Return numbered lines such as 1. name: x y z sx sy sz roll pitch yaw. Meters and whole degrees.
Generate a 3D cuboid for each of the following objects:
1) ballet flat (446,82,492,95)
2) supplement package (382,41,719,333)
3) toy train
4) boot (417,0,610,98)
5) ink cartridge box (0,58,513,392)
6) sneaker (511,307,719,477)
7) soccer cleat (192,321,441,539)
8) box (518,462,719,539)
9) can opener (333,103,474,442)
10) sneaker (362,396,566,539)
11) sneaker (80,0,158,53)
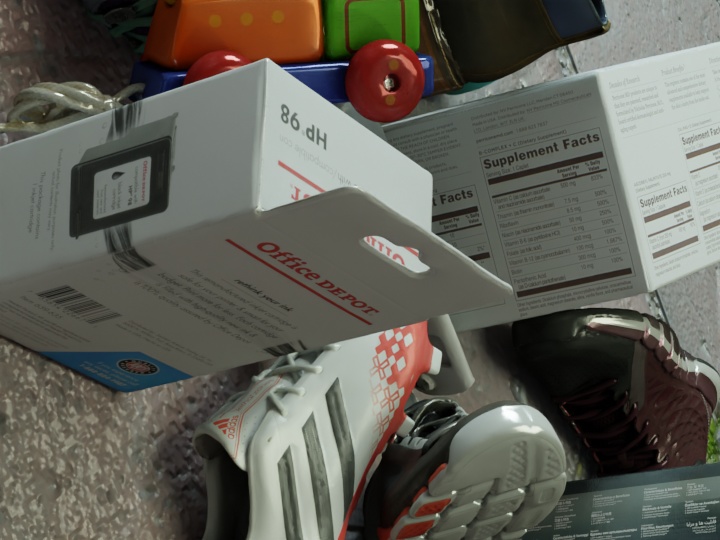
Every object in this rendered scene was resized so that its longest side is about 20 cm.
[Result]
1. ballet flat: 0.069 -0.145 1.180 0.069 0.200 0.070 4 76 -18
2. supplement package: 0.111 -0.044 1.213 0.200 0.155 0.111 -17 94 -58
3. toy train: -0.070 -0.117 0.953 0.199 0.085 0.116 -6 102 -20
4. boot: 0.049 -0.183 1.059 0.075 0.097 0.201 -65 142 -65
5. ink cartridge box: -0.050 -0.017 0.913 0.116 0.199 0.067 32 52 -48
6. sneaker: 0.150 0.094 1.302 0.200 0.075 0.116 25 61 -52
7. soccer cleat: -0.027 0.065 1.015 0.085 0.069 0.201 27 74 -28
8. box: 0.160 0.151 1.176 0.159 0.199 0.046 36 53 -45
9. can opener: 0.000 0.000 1.092 0.067 0.053 0.200 -58 140 -34
10. sneaker: 0.033 0.091 1.058 0.077 0.200 0.082 -7 66 -18
11. sneaker: -0.076 -0.110 1.031 0.200 0.074 0.088 12 74 -56
